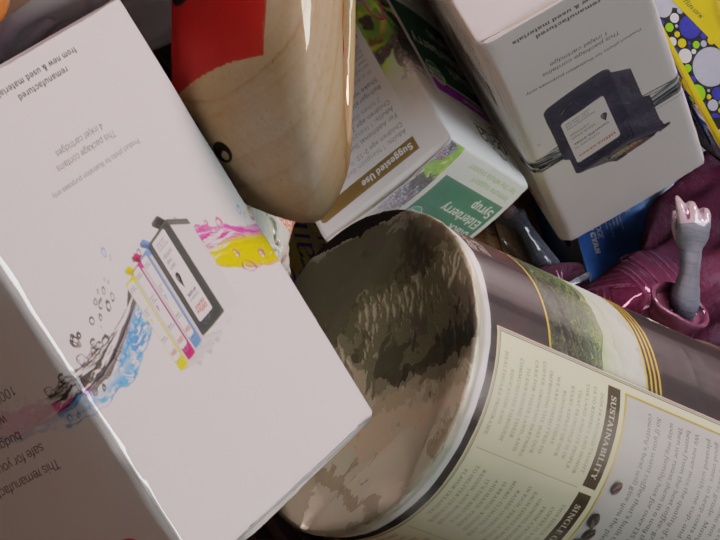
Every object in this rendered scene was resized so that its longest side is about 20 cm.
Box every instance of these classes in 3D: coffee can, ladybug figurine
[{"bbox_3d":[0.071,0.074,1.260,0.199,0.146,0.147,23,52,-38],"label":"coffee can"},{"bbox_3d":[-0.039,-0.116,1.166,0.136,0.071,0.201,83,8,-65],"label":"ladybug figurine"}]

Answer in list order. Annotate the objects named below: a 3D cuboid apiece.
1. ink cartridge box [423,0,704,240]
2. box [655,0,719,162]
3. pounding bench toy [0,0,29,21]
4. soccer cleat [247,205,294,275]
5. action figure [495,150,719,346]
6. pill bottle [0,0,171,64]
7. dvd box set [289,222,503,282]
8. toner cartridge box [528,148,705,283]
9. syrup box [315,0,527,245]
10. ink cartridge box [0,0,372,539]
[{"bbox_3d":[0.079,-0.126,1.303,0.145,0.084,0.200,62,1,29],"label":"ink cartridge box"},{"bbox_3d":[0.153,-0.156,1.352,0.201,0.070,0.064,59,-3,-20],"label":"box"},{"bbox_3d":[-0.185,-0.171,1.116,0.124,0.199,0.157,2,66,-48],"label":"pounding bench toy"},{"bbox_3d":[-0.055,-0.002,1.233,0.077,0.069,0.201,-16,62,-16],"label":"soccer cleat"},{"bbox_3d":[0.146,0.017,1.418,0.199,0.134,0.150,-27,116,-24],"label":"action figure"},{"bbox_3d":[-0.140,-0.198,1.256,0.111,0.111,0.201,-3,70,-49],"label":"pill bottle"},{"bbox_3d":[0.000,0.000,1.362,0.199,0.029,0.147,6,63,-47],"label":"dvd box set"},{"bbox_3d":[0.160,0.026,1.486,0.094,0.043,0.201,-10,76,-23],"label":"toner cartridge box"},{"bbox_3d":[-0.009,-0.101,1.315,0.079,0.081,0.201,25,31,-56],"label":"syrup box"},{"bbox_3d":[-0.125,0.029,1.109,0.201,0.147,0.145,58,38,-6],"label":"ink cartridge box"}]
